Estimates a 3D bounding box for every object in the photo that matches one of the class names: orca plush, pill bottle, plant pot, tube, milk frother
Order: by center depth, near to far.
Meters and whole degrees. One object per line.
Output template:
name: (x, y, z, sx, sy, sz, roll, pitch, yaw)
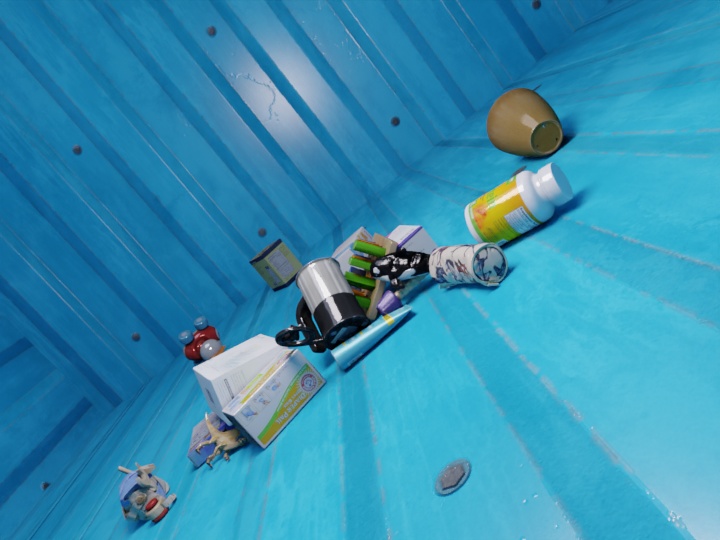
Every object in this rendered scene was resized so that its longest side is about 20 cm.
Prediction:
pill bottle: (0.324, -0.134, 1.183, 0.200, 0.111, 0.111, -31, 14, 36)
tube: (0.029, 0.139, 1.267, 0.200, 0.051, 0.077, -36, 10, -5)
milk frother: (-0.109, 0.081, 1.305, 0.180, 0.200, 0.189, -41, 53, 14)
orca plush: (0.106, -0.016, 1.306, 0.199, 0.071, 0.106, 11, 56, 33)
plant pot: (0.467, -0.388, 1.587, 0.186, 0.187, 0.200, -37, 25, 10)

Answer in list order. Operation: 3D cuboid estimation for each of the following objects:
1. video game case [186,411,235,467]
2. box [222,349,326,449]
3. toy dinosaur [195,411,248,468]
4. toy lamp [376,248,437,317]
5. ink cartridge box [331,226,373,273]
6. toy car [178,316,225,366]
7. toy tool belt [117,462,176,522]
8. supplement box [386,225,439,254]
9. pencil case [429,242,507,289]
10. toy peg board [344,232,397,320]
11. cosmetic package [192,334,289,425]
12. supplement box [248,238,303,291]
video game case: (-0.351, 0.392, 1.498, 0.200, 0.046, 0.181, -40, 11, -4)
box: (-0.191, 0.278, 1.281, 0.200, 0.102, 0.112, -45, 13, -25)
toy dinosaur: (-0.332, 0.405, 1.359, 0.199, 0.058, 0.101, 6, 39, 47)
toy lamp: (0.120, 0.033, 1.347, 0.200, 0.058, 0.058, -40, 11, -11)
ink cartridge box: (-0.009, -0.030, 1.775, 0.125, 0.129, 0.200, -40, 11, 27)
toy car: (-0.640, 0.325, 2.474, 0.199, 0.185, 0.177, 10, 42, 36)
toy tool belt: (-0.523, 0.521, 1.364, 0.125, 0.123, 0.200, -45, 13, -25)
supplement box: (0.124, -0.051, 1.525, 0.101, 0.103, 0.200, -42, 13, -5)
pencil case: (0.212, -0.008, 1.155, 0.077, 0.090, 0.200, -13, 4, -19)
toy peg board: (0.000, 0.000, 1.480, 0.199, 0.097, 0.201, -138, 64, -75)
cosmetic package: (-0.279, 0.258, 1.418, 0.199, 0.124, 0.199, -25, 11, -26)
supplement box: (-0.414, -0.024, 2.866, 0.134, 0.200, 0.200, -45, 13, -28)
